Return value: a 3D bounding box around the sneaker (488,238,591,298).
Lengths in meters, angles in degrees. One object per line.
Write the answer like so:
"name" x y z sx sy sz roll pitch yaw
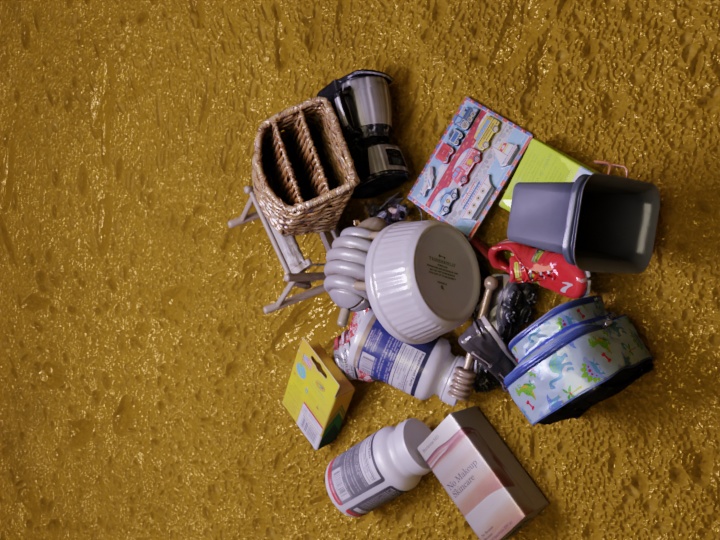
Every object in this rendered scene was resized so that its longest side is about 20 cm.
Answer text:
"sneaker" 0.271 0.002 1.266 0.199 0.084 0.078 29 131 56

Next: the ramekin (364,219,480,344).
"ramekin" 0.108 0.012 1.322 0.094 0.200 0.206 -15 80 48

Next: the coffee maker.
"coffee maker" -0.005 -0.236 1.508 0.192 0.133 0.204 152 110 -63

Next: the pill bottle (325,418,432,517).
"pill bottle" 0.040 0.349 1.461 0.199 0.115 0.117 -37 68 32

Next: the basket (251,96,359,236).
"basket" -0.108 -0.181 1.417 0.149 0.141 0.203 121 137 -55

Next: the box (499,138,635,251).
"box" 0.324 -0.105 1.275 0.199 0.047 0.123 38 114 31

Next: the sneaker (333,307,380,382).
"sneaker" -0.005 0.105 1.528 0.107 0.067 0.205 -6 89 36

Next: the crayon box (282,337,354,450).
"crayon box" -0.079 0.228 1.556 0.127 0.050 0.202 49 140 28

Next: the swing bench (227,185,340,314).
"swing bench" -0.109 -0.054 1.520 0.201 0.198 0.130 63 144 19

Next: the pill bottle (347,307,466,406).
"pill bottle" 0.087 0.150 1.400 0.198 0.111 0.113 25 106 12

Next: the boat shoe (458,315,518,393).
"boat shoe" 0.216 0.148 1.282 0.057 0.200 0.067 -33 34 9

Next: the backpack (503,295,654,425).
"backpack" 0.300 0.133 1.191 0.183 0.199 0.148 -42 71 31

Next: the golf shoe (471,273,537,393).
"golf shoe" 0.221 0.101 1.354 0.094 0.077 0.203 38 113 52

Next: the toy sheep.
"toy sheep" 0.000 0.000 1.397 0.136 0.138 0.202 6 65 38

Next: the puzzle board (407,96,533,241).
"puzzle board" 0.181 -0.174 1.390 0.150 0.017 0.202 37 103 33

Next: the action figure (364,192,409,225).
"action figure" 0.058 -0.053 1.479 0.131 0.069 0.201 -53 55 36

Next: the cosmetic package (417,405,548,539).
"cosmetic package" 0.198 0.337 1.351 0.201 0.087 0.104 52 120 27

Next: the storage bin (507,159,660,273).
"storage bin" 0.305 -0.080 1.147 0.133 0.198 0.148 14 99 47

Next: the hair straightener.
"hair straightener" 0.155 -0.046 1.414 0.200 0.041 0.077 45 117 26

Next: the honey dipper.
"honey dipper" 0.184 0.107 1.310 0.038 0.038 0.203 21 99 36
